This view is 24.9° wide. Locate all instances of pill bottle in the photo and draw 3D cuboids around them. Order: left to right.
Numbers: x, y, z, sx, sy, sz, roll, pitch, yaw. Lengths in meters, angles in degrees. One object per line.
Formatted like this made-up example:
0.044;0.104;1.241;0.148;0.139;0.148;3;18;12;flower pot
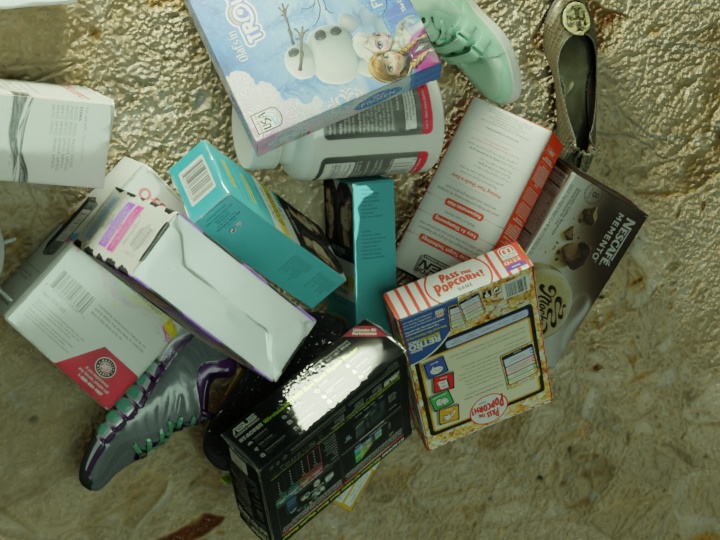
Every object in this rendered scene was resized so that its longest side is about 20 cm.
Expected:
-0.024;-0.148;1.646;0.198;0.111;0.112;-5;103;-21;pill bottle

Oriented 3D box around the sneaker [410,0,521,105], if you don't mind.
0.079;-0.233;1.679;0.118;0.074;0.201;-44;106;-33;sneaker

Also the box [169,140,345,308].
-0.099;-0.043;1.603;0.049;0.083;0.200;-39;140;13;box

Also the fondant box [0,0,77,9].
-0.344;-0.342;1.499;0.143;0.058;0.202;-8;103;-22;fondant box

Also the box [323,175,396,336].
0.000;0.000;1.704;0.049;0.082;0.202;-7;103;-22;box

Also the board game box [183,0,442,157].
-0.051;-0.239;1.583;0.198;0.043;0.201;-25;74;-8;board game box

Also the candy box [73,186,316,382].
-0.155;0.009;1.480;0.167;0.200;0.072;39;82;-25;candy box

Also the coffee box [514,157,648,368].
0.206;-0.011;1.775;0.113;0.080;0.201;27;100;-26;coffee box

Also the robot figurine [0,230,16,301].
-0.415;-0.022;1.502;0.199;0.113;0.171;13;67;-24;robot figurine

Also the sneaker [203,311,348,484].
-0.084;0.129;1.657;0.200;0.072;0.083;-48;148;-7;sneaker

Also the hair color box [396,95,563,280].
0.124;-0.071;1.728;0.201;0.101;0.061;-62;158;-1;hair color box

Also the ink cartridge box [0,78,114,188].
-0.340;-0.131;1.494;0.198;0.147;0.084;3;101;-23;ink cartridge box

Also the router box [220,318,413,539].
-0.039;0.162;1.620;0.200;0.062;0.150;-37;147;-23;router box

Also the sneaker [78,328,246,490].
-0.200;0.149;1.637;0.087;0.074;0.201;34;86;9;sneaker

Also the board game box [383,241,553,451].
0.115;0.082;1.692;0.150;0.046;0.201;-20;132;-8;board game box

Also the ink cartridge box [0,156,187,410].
-0.240;0.011;1.600;0.200;0.086;0.148;-48;115;-10;ink cartridge box

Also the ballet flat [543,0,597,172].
0.236;-0.202;1.784;0.067;0.046;0.202;-6;103;-22;ballet flat

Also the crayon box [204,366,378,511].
-0.062;0.152;1.725;0.199;0.052;0.126;33;87;-26;crayon box
